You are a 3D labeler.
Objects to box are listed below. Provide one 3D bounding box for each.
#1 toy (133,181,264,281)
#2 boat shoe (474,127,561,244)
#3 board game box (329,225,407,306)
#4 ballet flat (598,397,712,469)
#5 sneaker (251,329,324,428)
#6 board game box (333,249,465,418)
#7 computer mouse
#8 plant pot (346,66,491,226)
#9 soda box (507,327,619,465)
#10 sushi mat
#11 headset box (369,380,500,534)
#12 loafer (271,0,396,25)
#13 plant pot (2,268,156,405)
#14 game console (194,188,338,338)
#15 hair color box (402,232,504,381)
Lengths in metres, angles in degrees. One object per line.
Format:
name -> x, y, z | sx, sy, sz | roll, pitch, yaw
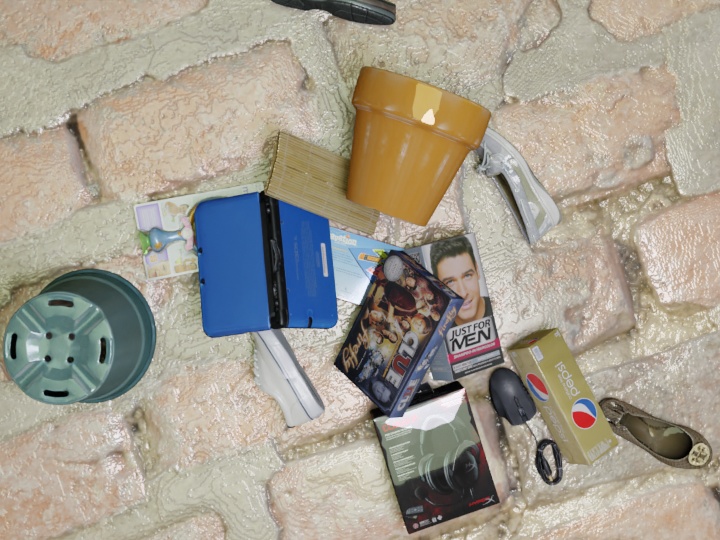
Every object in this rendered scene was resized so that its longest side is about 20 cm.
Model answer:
toy -> -0.233, -0.059, 1.413 | 0.197, 0.047, 0.117 | -11, 92, -3
boat shoe -> 0.221, -0.134, 1.431 | 0.065, 0.074, 0.203 | -40, 100, -7
board game box -> 0.000, 0.000, 1.444 | 0.197, 0.019, 0.104 | 17, 90, -4
ballet flat -> 0.456, 0.253, 1.464 | 0.198, 0.046, 0.068 | 28, 90, -4
sneaker -> -0.131, 0.144, 1.412 | 0.070, 0.073, 0.202 | -30, 89, 4
board game box -> 0.052, 0.091, 1.375 | 0.135, 0.034, 0.202 | 38, 110, 36
computer mouse -> 0.258, 0.241, 1.457 | 0.058, 0.034, 0.202 | -31, 93, -4
plant pot -> 0.065, -0.170, 1.362 | 0.198, 0.200, 0.186 | 19, 96, -4
soda box -> 0.306, 0.191, 1.436 | 0.064, 0.068, 0.202 | -29, 92, -21
sushi mat -> -0.048, -0.126, 1.392 | 0.198, 0.012, 0.097 | 20, 78, -33
headset box -> 0.107, 0.269, 1.427 | 0.147, 0.077, 0.203 | -17, 93, -3
loafer -> -0.039, -0.417, 1.412 | 0.197, 0.072, 0.064 | 11, 84, -2
plant pot -> -0.399, 0.100, 1.332 | 0.197, 0.196, 0.204 | 0, 90, -4
game console -> -0.136, -0.008, 1.388 | 0.169, 0.117, 0.203 | 5, 76, -45
hair color box -> 0.139, 0.054, 1.418 | 0.098, 0.060, 0.203 | -15, 92, -27
